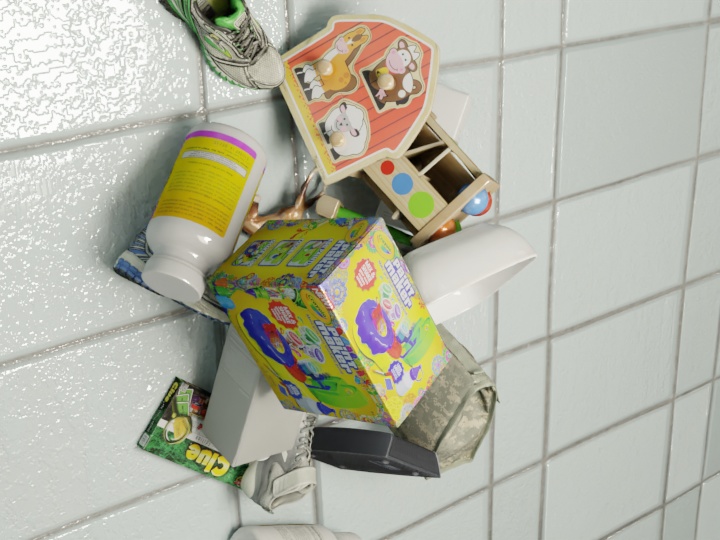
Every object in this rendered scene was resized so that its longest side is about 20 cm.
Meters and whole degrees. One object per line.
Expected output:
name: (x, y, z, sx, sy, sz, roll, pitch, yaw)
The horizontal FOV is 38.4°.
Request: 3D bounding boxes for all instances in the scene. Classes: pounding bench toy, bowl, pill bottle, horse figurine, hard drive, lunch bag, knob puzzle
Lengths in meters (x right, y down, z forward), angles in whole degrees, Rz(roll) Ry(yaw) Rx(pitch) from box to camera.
pounding bench toy: (0.060, -0.088, 1.325, 0.200, 0.156, 0.124, -43, 172, 11)
bowl: (0.100, 0.014, 1.291, 0.199, 0.200, 0.075, -22, 76, -28)
pill bottle: (-0.187, -0.067, 1.217, 0.104, 0.104, 0.201, 41, 57, -40)
horse figurine: (-0.068, -0.051, 1.393, 0.133, 0.050, 0.200, -46, 130, -12)
hard drive: (0.006, 0.260, 1.480, 0.135, 0.199, 0.043, 29, 66, -40)
lunch bag: (0.115, 0.171, 1.508, 0.117, 0.164, 0.200, -15, 140, -33)
knob puzzle: (0.005, -0.227, 1.261, 0.220, 0.219, 0.030, -67, 163, 3)
pill bottle: (-0.090, 0.430, 1.516, 0.199, 0.114, 0.115, 11, 100, -40)

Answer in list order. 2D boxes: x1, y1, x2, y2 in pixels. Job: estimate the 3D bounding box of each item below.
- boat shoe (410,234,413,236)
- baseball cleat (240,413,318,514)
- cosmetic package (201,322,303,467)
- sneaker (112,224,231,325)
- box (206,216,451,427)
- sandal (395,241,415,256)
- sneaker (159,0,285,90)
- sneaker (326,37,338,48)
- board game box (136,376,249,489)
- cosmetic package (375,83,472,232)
boat shoe: (0.039, 0.042, 1.498, 0.068, 0.074, 0.200, 16, 88, -26)
baseball cleat: (-0.082, 0.242, 1.430, 0.200, 0.106, 0.070, -59, 145, -1)
cosmetic package: (-0.125, 0.146, 1.340, 0.107, 0.090, 0.201, -7, 129, -44)
sneaker: (-0.206, 0.006, 1.294, 0.200, 0.077, 0.085, 31, 82, -41)
box: (-0.034, 0.054, 1.174, 0.122, 0.192, 0.200, -48, 122, -34)
sandal: (-0.001, -0.003, 1.416, 0.202, 0.050, 0.083, -29, 157, -3)
sneaker: (-0.155, -0.280, 1.217, 0.200, 0.085, 0.078, 42, 80, -41)
sneaker: (-0.012, -0.216, 1.356, 0.079, 0.078, 0.200, -50, 131, -19)
board game box: (-0.200, 0.228, 1.415, 0.200, 0.023, 0.105, 33, 87, -41)
cosmetic package: (0.089, -0.154, 1.435, 0.101, 0.071, 0.201, -17, 127, -82)
